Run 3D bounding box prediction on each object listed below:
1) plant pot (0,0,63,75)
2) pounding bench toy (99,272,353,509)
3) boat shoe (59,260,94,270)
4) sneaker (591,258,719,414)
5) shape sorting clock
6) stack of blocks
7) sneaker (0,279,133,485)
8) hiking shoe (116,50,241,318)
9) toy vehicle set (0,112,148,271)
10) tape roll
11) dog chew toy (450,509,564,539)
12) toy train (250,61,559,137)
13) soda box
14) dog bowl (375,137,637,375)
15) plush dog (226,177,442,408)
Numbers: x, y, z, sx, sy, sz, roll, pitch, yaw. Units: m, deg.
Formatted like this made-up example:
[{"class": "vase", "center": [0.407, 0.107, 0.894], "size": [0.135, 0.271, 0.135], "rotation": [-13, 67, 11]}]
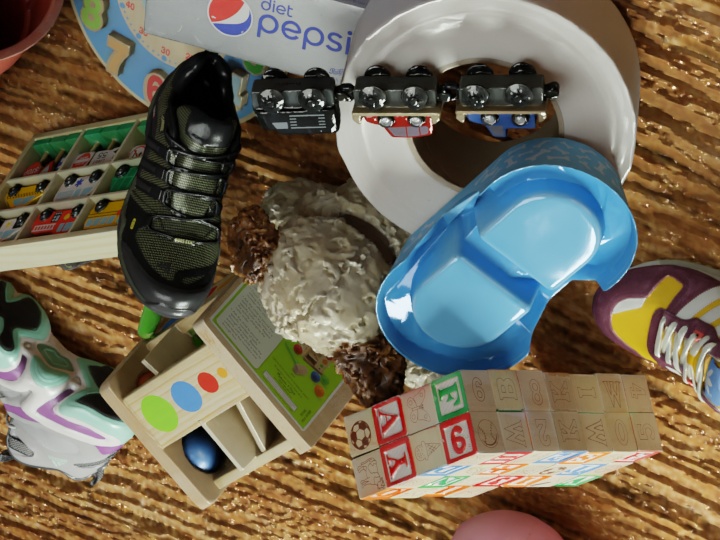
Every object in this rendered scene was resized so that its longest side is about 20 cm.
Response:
[{"class": "plant pot", "center": [-0.347, -0.183, 1.859], "size": [0.201, 0.201, 0.195], "rotation": [44, 141, 5]}, {"class": "pounding bench toy", "center": [-0.119, 0.052, 1.859], "size": [0.156, 0.124, 0.200], "rotation": [-31, 103, 42]}, {"class": "boat shoe", "center": [-0.172, -0.046, 1.894], "size": [0.200, 0.072, 0.066], "rotation": [-15, 120, 37]}, {"class": "sneaker", "center": [0.236, 0.050, 1.648], "size": [0.199, 0.090, 0.075], "rotation": [12, 123, 29]}, {"class": "shape sorting clock", "center": [-0.136, -0.194, 1.796], "size": [0.199, 0.039, 0.201], "rotation": [17, 124, 26]}, {"class": "stack of blocks", "center": [0.101, 0.115, 1.706], "size": [0.115, 0.199, 0.059], "rotation": [-26, 69, 41]}, {"class": "sneaker", "center": [-0.286, 0.106, 2.051], "size": [0.200, 0.078, 0.140], "rotation": [40, 131, 9]}, {"class": "hiking shoe", "center": [-0.125, -0.068, 1.720], "size": [0.075, 0.201, 0.101], "rotation": [8, 153, -12]}, {"class": "toy vehicle set", "center": [-0.206, -0.060, 1.853], "size": [0.199, 0.125, 0.027], "rotation": [-7, 135, 44]}, {"class": "tape roll", "center": [0.086, -0.111, 1.624], "size": [0.201, 0.071, 0.203], "rotation": [4, 125, 6]}, {"class": "dog chew toy", "center": [0.148, 0.262, 1.821], "size": [0.199, 0.125, 0.125], "rotation": [27, 129, 9]}, {"class": "toy train", "center": [0.028, -0.106, 1.572], "size": [0.199, 0.034, 0.046], "rotation": [-1, 128, 10]}, {"class": "soda box", "center": [-0.046, -0.181, 1.695], "size": [0.199, 0.064, 0.069], "rotation": [15, 127, 10]}, {"class": "dog bowl", "center": [0.097, -0.011, 1.618], "size": [0.111, 0.050, 0.200], "rotation": [36, 125, -18]}, {"class": "plush dog", "center": [0.000, 0.000, 1.726], "size": [0.200, 0.172, 0.161], "rotation": [43, 132, 7]}]
